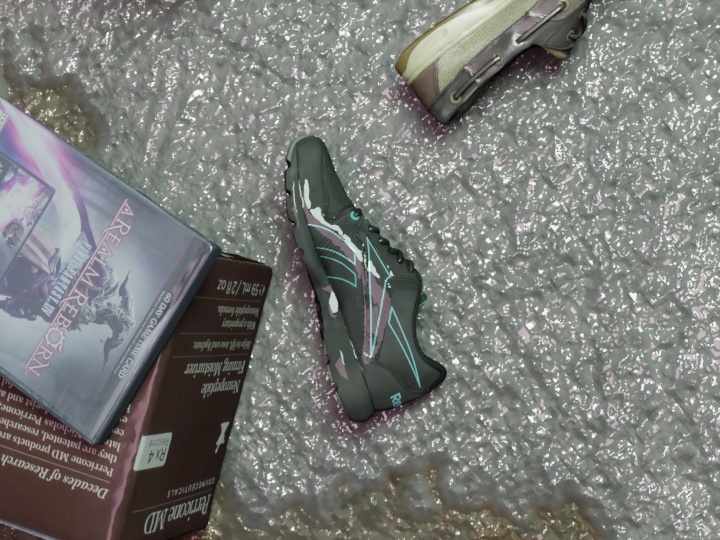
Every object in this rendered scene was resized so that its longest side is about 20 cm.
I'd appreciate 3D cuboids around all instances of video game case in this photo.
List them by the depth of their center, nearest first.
[{"bbox_3d":[-0.201,-0.007,0.854,0.200,0.019,0.143,34,95,16],"label":"video game case"}]

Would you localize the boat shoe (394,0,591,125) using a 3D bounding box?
[{"bbox_3d":[0.120,-0.169,0.922,0.200,0.073,0.065,-32,90,15],"label":"boat shoe"}]

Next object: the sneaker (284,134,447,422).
[{"bbox_3d":[0.000,0.000,0.950,0.079,0.075,0.201,-16,91,3],"label":"sneaker"}]

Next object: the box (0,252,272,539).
[{"bbox_3d":[-0.180,0.067,0.939,0.164,0.166,0.201,15,92,15],"label":"box"}]
